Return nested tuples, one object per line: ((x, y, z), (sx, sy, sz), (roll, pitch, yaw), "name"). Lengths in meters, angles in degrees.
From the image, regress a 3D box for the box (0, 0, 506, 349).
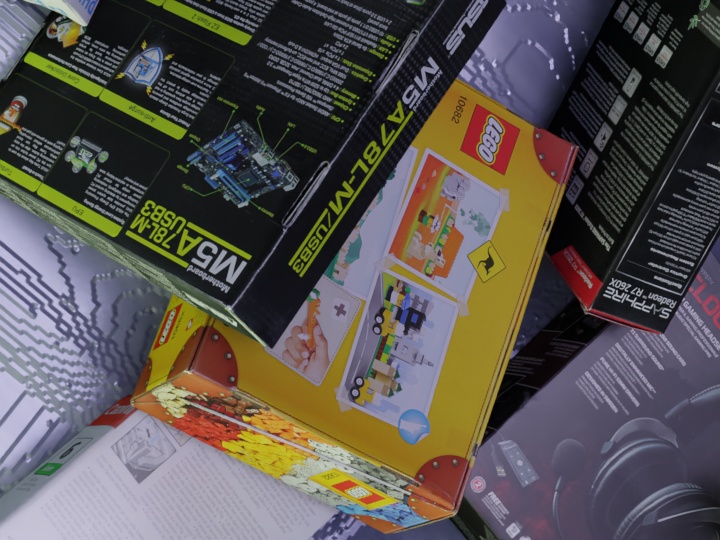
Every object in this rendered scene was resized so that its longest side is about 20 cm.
((-0.063, -0.088, 1.024), (0.194, 0.199, 0.048), (-58, 143, -8), "box")

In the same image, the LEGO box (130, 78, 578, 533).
((0.000, 0.000, 1.071), (0.148, 0.077, 0.201), (28, 67, -18), "LEGO box")

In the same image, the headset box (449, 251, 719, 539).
((0.147, 0.089, 1.149), (0.200, 0.077, 0.149), (-41, 102, -11), "headset box")

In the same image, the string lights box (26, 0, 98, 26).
((-0.134, -0.228, 1.042), (0.102, 0.059, 0.201), (23, 83, 13), "string lights box")

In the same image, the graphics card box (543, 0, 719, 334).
((0.152, -0.085, 1.085), (0.051, 0.126, 0.201), (18, 110, -23), "graphics card box")

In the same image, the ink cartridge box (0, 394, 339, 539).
((-0.100, 0.122, 1.081), (0.200, 0.050, 0.109), (-40, 102, -22), "ink cartridge box")
